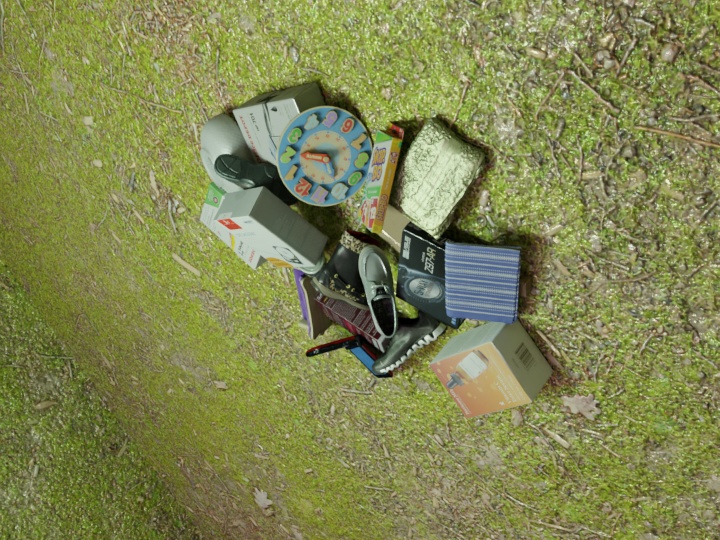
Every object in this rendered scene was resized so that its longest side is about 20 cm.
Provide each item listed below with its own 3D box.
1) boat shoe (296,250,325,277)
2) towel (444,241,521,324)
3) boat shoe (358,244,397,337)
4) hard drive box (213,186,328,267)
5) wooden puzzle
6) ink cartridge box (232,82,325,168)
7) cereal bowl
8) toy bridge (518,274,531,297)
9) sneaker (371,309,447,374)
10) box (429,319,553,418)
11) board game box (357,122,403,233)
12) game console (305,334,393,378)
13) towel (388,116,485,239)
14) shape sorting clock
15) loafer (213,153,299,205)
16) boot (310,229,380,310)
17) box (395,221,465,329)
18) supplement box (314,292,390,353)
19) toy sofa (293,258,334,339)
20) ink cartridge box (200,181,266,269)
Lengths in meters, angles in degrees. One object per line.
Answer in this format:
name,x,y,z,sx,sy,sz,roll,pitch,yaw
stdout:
boat shoe,-0.119,-0.030,1.735,0.061,0.075,0.200,65,177,-33
towel,0.234,0.024,1.437,0.143,0.024,0.202,5,134,12
boat shoe,0.045,0.047,1.593,0.072,0.069,0.204,-120,16,-76
hard drive box,-0.195,-0.090,1.632,0.199,0.078,0.155,38,156,-32
wooden puzzle,0.091,-0.116,1.545,0.185,0.037,0.201,41,144,10
ink cartridge box,-0.157,-0.301,1.585,0.198,0.086,0.148,0,122,41
cereal bowl,-0.310,-0.253,1.720,0.200,0.083,0.201,49,158,27
toy bridge,0.250,0.019,1.504,0.198,0.027,0.068,18,132,34
sneaker,0.093,0.153,1.673,0.199,0.067,0.091,-37,95,17
box,0.271,0.204,1.569,0.153,0.106,0.199,53,140,-5
board game box,0.039,-0.182,1.447,0.096,0.030,0.203,-131,53,-64
game console,-0.032,0.225,1.809,0.200,0.170,0.120,137,118,-77
towel,0.137,-0.174,1.413,0.148,0.036,0.201,38,123,12
shape sorting clock,-0.070,-0.227,1.501,0.039,0.197,0.202,-115,6,-65
loafer,-0.221,-0.195,1.623,0.198,0.073,0.063,24,168,-3
boot,0.000,0.000,1.664,0.152,0.198,0.073,-60,36,15
box,0.154,0.009,1.530,0.159,0.044,0.202,29,141,22
supplement box,-0.008,0.113,1.763,0.199,0.061,0.109,32,165,20
toy sofa,-0.130,0.064,1.840,0.082,0.097,0.202,17,131,33
ink cartridge box,-0.290,-0.123,1.850,0.200,0.084,0.145,41,140,9
